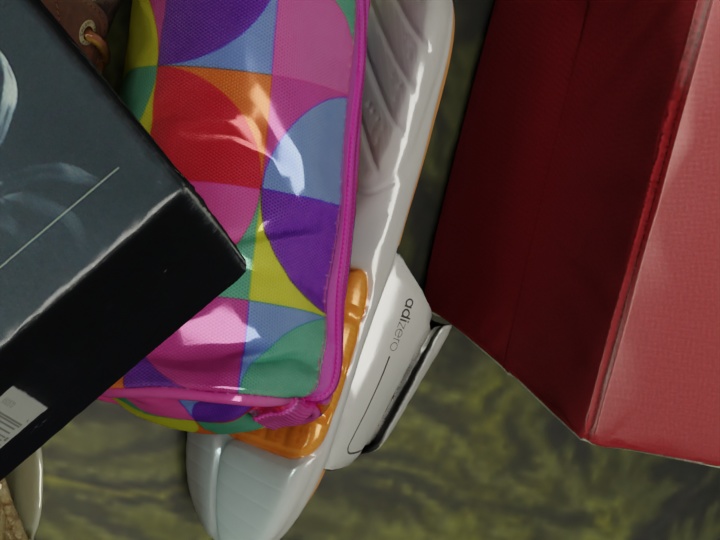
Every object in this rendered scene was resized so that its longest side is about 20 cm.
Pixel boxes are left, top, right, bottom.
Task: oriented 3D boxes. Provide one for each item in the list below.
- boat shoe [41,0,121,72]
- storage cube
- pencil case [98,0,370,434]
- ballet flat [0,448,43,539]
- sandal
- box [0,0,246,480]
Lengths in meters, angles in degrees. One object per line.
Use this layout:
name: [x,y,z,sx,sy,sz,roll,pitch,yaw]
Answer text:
boat shoe: [-0.107,-0.074,0.839,0.072,0.072,0.201,-23,101,-9]
storage cube: [0.139,-0.038,0.866,0.199,0.171,0.181,11,100,-19]
pencil case: [-0.035,-0.049,0.829,0.088,0.088,0.202,10,83,-18]
ballet flat: [-0.141,0.033,0.863,0.065,0.070,0.202,-21,112,-39]
sandal: [0.004,0.002,0.881,0.059,0.079,0.208,14,102,-33]
box: [-0.167,-0.014,0.721,0.200,0.104,0.182,-41,77,-2]
